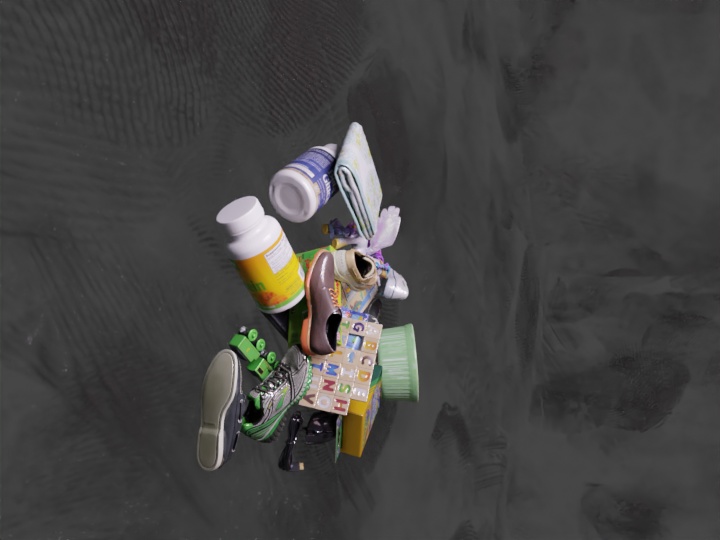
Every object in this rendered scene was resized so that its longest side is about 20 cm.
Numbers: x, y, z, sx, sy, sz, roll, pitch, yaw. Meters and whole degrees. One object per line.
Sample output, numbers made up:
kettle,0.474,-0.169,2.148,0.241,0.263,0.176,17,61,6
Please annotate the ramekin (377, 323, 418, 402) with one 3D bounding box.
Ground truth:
ramekin,0.095,0.244,1.394,0.200,0.096,0.204,-4,90,-88

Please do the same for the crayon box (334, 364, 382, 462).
crayon box,-0.001,0.319,1.193,0.200,0.051,0.128,-57,155,-56

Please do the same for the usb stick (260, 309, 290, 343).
usb stick,-0.146,0.123,1.118,0.201,0.032,0.056,58,36,-41

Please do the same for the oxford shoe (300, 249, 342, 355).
oxford shoe,-0.061,0.059,1.006,0.071,0.072,0.204,16,74,-53

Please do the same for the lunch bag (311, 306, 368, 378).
lunch bag,-0.044,0.193,1.204,0.201,0.093,0.152,85,26,-59

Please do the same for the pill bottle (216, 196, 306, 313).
pill bottle,-0.183,-0.029,0.983,0.112,0.110,0.202,-59,136,-42

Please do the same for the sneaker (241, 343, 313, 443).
sneaker,-0.159,0.229,1.002,0.085,0.078,0.202,32,85,-46

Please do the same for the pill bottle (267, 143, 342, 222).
pill bottle,-0.099,-0.195,1.129,0.200,0.110,0.112,-51,131,-47

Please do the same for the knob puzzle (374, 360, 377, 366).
knob puzzle,-0.016,0.299,1.299,0.219,0.030,0.223,-37,138,-42

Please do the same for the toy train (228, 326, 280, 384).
toy train,-0.188,0.186,1.039,0.057,0.041,0.201,-56,136,-30

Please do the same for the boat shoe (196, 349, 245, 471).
boat shoe,-0.232,0.240,0.928,0.066,0.073,0.203,17,75,-60

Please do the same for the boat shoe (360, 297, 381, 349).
boat shoe,0.022,0.152,1.371,0.072,0.067,0.201,61,39,-35

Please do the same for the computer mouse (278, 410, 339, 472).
computer mouse,-0.092,0.367,1.147,0.199,0.046,0.143,10,99,-57

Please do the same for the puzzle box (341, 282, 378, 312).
puzzle box,-0.021,0.049,1.340,0.200,0.025,0.135,-52,131,-47

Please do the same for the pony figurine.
pony figurine,-0.002,-0.063,1.279,0.198,0.165,0.197,4,90,-42

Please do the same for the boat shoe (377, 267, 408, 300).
boat shoe,0.088,0.045,1.408,0.200,0.066,0.075,-85,-165,-76

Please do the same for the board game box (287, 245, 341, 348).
board game box,-0.094,0.059,1.098,0.048,0.100,0.203,41,42,-57

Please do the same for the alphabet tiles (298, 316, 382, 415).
alphabet tiles,-0.054,0.187,1.088,0.008,0.164,0.203,88,14,-61

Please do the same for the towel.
towel,-0.002,-0.192,1.160,0.173,0.047,0.202,-81,157,-47

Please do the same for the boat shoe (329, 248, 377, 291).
boat shoe,0.000,0.000,1.134,0.199,0.065,0.075,18,63,-65
